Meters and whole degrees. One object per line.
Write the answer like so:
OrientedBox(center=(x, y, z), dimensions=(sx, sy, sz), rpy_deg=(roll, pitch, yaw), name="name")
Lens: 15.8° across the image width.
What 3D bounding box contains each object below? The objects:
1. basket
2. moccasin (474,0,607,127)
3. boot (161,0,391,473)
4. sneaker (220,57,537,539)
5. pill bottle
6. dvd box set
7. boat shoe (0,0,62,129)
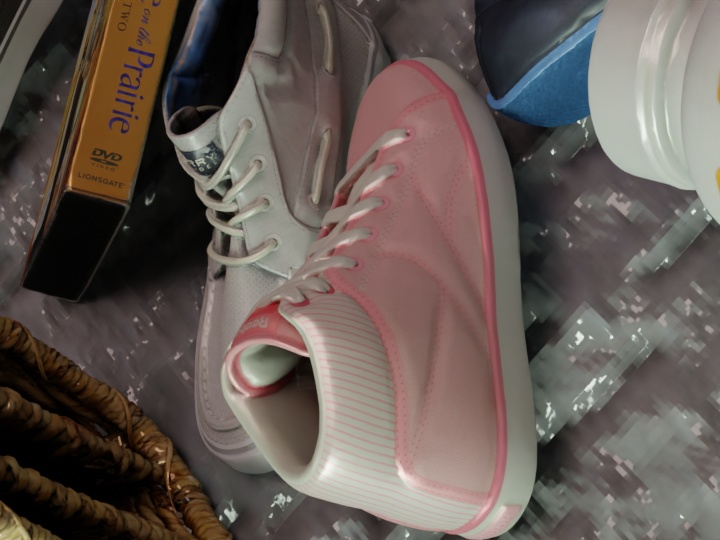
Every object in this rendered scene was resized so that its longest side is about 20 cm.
OrientedBox(center=(-0.138, 0.071, 0.974), dimensions=(0.149, 0.200, 0.143), rpy_deg=(-19, 56, 32), name="basket")
OrientedBox(center=(0.117, -0.133, 0.957), dimensions=(0.200, 0.080, 0.068), rpy_deg=(-32, 60, 20), name="moccasin")
OrientedBox(center=(-0.049, -0.027, 1.023), dimensions=(0.073, 0.096, 0.201), rpy_deg=(-6, 65, 36), name="boot")
OrientedBox(center=(0.000, 0.000, 0.958), dimensions=(0.075, 0.104, 0.201), rpy_deg=(-47, 42, 49), name="sneaker")
OrientedBox(center=(0.178, -0.053, 0.851), dimensions=(0.200, 0.113, 0.113), rpy_deg=(15, 78, 41), name="pill bottle")
OrientedBox(center=(-0.099, -0.100, 1.087), dimensions=(0.146, 0.029, 0.201), rpy_deg=(134, 150, -69), name="dvd box set")
OrientedBox(center=(-0.182, -0.108, 1.171), dimensions=(0.200, 0.056, 0.069), rpy_deg=(-59, 35, 16), name="boat shoe")
